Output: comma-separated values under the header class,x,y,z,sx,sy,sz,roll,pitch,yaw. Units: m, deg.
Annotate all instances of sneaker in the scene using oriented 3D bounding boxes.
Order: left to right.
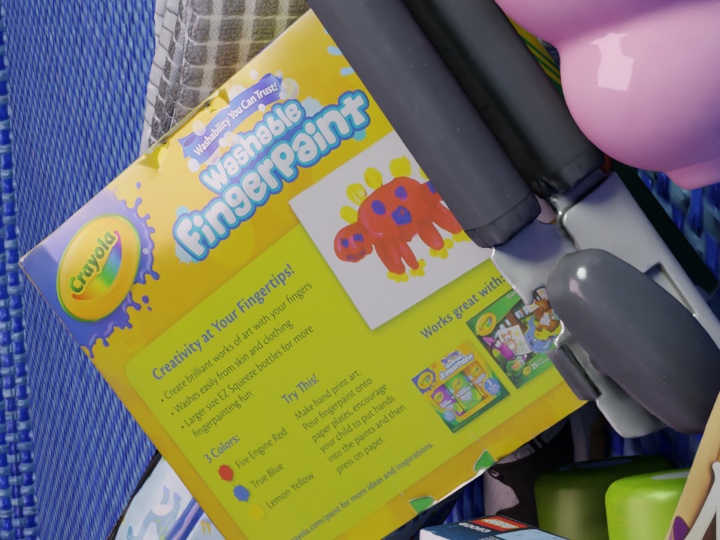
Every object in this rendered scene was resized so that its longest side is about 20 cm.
class,x,y,z,sx,sy,sz,roll,pitch,yaw
sneaker,0.053,0.034,0.984,0.076,0.087,0.201,-117,23,-49

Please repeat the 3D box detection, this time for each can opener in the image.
class,x,y,z,sx,sy,sz,roll,pitch,yaw
can opener,0.056,-0.035,0.762,0.201,0.053,0.067,55,161,-9

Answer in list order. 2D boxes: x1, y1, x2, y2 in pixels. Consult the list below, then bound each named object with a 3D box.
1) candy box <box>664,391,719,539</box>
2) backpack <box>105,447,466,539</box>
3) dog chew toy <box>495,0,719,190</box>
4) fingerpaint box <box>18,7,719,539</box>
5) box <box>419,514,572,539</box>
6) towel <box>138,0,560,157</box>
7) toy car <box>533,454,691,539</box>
class,x,y,z,sx,sy,sz,roll,pitch,yaw
candy box,0.152,0.127,0.700,0.117,0.056,0.201,101,156,-45
backpack,-0.032,0.102,1.088,0.153,0.163,0.201,33,118,28
dog chew toy,0.081,-0.124,0.747,0.124,0.124,0.202,171,81,-76
fingerpaint box,0.000,0.000,0.882,0.200,0.073,0.167,-38,90,33
box,0.068,0.187,0.707,0.136,0.037,0.202,15,103,44
towel,-0.001,-0.073,0.979,0.201,0.164,0.086,102,162,-48
toy car,0.042,0.163,0.861,0.158,0.198,0.166,173,90,-76
